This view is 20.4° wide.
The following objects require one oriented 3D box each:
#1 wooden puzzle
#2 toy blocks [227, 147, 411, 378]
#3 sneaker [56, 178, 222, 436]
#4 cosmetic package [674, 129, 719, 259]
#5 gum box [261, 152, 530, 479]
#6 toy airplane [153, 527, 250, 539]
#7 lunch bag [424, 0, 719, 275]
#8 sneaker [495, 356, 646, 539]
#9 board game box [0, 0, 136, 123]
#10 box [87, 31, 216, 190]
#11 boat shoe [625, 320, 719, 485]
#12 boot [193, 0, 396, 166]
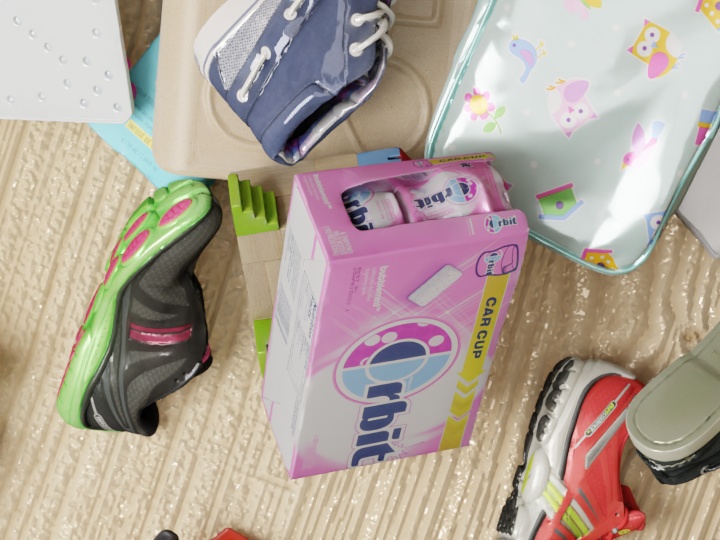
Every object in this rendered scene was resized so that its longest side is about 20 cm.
[{"bbox_3d":[-0.019,-0.143,1.191,0.198,0.046,0.187,6,102,0],"label":"wooden puzzle"},{"bbox_3d":[0.000,0.000,1.193,0.136,0.100,0.201,-9,139,-1],"label":"toy blocks"},{"bbox_3d":[-0.123,0.024,1.239,0.083,0.077,0.201,21,127,-10],"label":"sneaker"},{"bbox_3d":[0.186,-0.116,1.198,0.107,0.090,0.200,-40,93,9],"label":"cosmetic package"},{"bbox_3d":[0.015,0.023,1.110,0.113,0.201,0.066,-9,50,-18],"label":"gum box"},{"bbox_3d":[-0.136,0.275,1.243,0.198,0.141,0.201,-14,61,-5],"label":"toy airplane"},{"bbox_3d":[0.130,-0.114,1.125,0.160,0.077,0.201,26,102,7],"label":"lunch bag"},{"bbox_3d":[0.132,0.156,1.236,0.084,0.077,0.201,17,98,-1],"label":"sneaker"},{"bbox_3d":[-0.237,-0.186,1.191,0.199,0.026,0.201,4,121,16],"label":"board game box"},{"bbox_3d":[-0.073,-0.141,1.241,0.082,0.049,0.200,40,98,1],"label":"box"},{"bbox_3d":[0.249,0.064,1.215,0.199,0.066,0.074,-38,48,-16],"label":"boat shoe"},{"bbox_3d":[0.000,-0.153,1.113,0.200,0.073,0.091,-46,65,18],"label":"boot"}]
